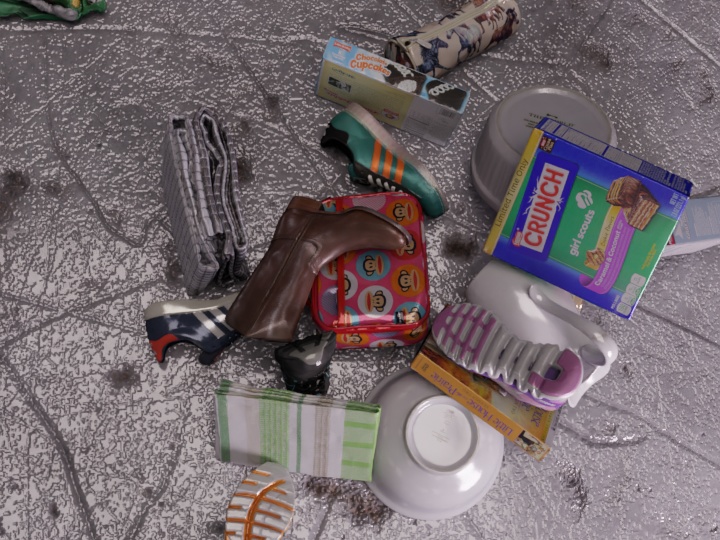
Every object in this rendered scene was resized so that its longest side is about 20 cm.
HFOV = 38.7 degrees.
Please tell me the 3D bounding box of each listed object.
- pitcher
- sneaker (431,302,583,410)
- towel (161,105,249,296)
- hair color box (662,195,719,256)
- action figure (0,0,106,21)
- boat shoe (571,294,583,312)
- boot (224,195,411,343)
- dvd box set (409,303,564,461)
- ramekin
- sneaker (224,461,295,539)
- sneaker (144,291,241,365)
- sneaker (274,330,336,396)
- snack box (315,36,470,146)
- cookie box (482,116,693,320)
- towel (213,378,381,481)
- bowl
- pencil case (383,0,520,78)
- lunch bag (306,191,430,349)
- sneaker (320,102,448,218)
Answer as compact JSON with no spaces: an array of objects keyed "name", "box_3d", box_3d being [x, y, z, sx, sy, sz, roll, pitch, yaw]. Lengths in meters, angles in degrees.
[{"name":"pitcher","box_3d":[0.232,0.061,1.289,0.121,0.172,0.200,-40,75,-19]},{"name":"sneaker","box_3d":[0.176,0.113,1.253,0.199,0.089,0.081,26,69,24]},{"name":"towel","box_3d":[-0.191,-0.082,1.287,0.085,0.166,0.202,-12,78,-17]},{"name":"hair color box","box_3d":[0.408,-0.054,1.362,0.198,0.099,0.061,-8,81,-32]},{"name":"action figure","box_3d":[-0.442,-0.384,1.388,0.198,0.055,0.120,12,72,-9]},{"name":"boat shoe","box_3d":[0.312,-0.028,1.393,0.064,0.072,0.202,16,69,-2]},{"name":"boot","box_3d":[-0.053,0.014,1.236,0.185,0.064,0.201,12,61,30]},{"name":"dvd box set","box_3d":[0.167,0.138,1.304,0.199,0.030,0.146,36,31,3]},{"name":"ramekin","box_3d":[0.249,-0.159,1.367,0.200,0.095,0.204,1,52,-2]},{"name":"sneaker","box_3d":[-0.134,0.330,1.237,0.077,0.077,0.202,19,71,-3]},{"name":"sneaker","box_3d":[-0.172,0.076,1.301,0.197,0.075,0.086,-7,81,-3]},{"name":"sneaker","box_3d":[-0.058,0.119,1.238,0.075,0.200,0.080,-17,87,-8]},{"name":"snack box","box_3d":[0.039,-0.239,1.383,0.198,0.116,0.037,22,74,-2]},{"name":"cookie box","box_3d":[0.273,-0.064,1.244,0.198,0.075,0.173,26,114,12]},{"name":"towel","box_3d":[-0.078,0.194,1.240,0.197,0.150,0.031,8,46,1]},{"name":"bowl","box_3d":[0.095,0.211,1.291,0.198,0.090,0.204,2,76,-8]},{"name":"pencil case","box_3d":[0.130,-0.328,1.433,0.199,0.090,0.078,-31,81,-15]},{"name":"lunch bag","box_3d":[0.000,0.000,1.321,0.174,0.082,0.202,-4,62,2]},{"name":"sneaker","box_3d":[0.030,-0.132,1.383,0.080,0.071,0.200,-44,80,-11]}]
